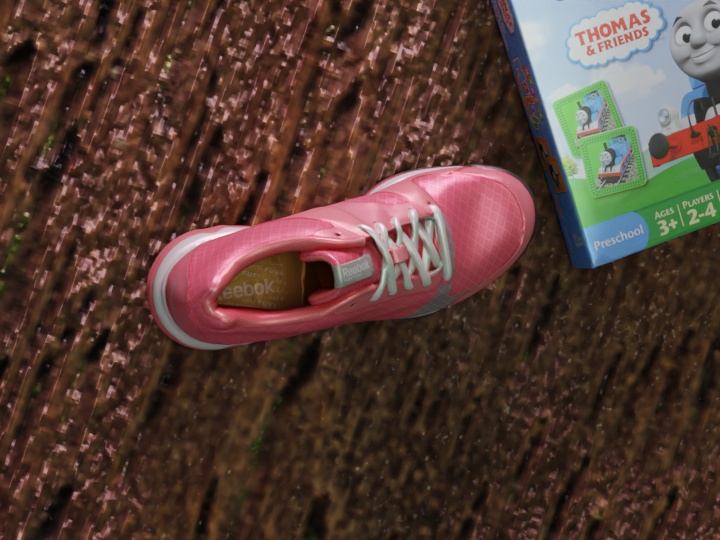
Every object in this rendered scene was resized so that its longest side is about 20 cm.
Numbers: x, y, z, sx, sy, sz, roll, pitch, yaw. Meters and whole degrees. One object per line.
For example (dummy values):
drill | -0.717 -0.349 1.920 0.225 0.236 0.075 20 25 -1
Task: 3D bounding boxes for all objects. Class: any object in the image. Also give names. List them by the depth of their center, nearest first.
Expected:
sneaker | 0.000 0.000 1.342 0.199 0.087 0.074 -16 98 -13
board game box | 0.149 -0.120 1.401 0.151 0.037 0.201 -20 97 -12
